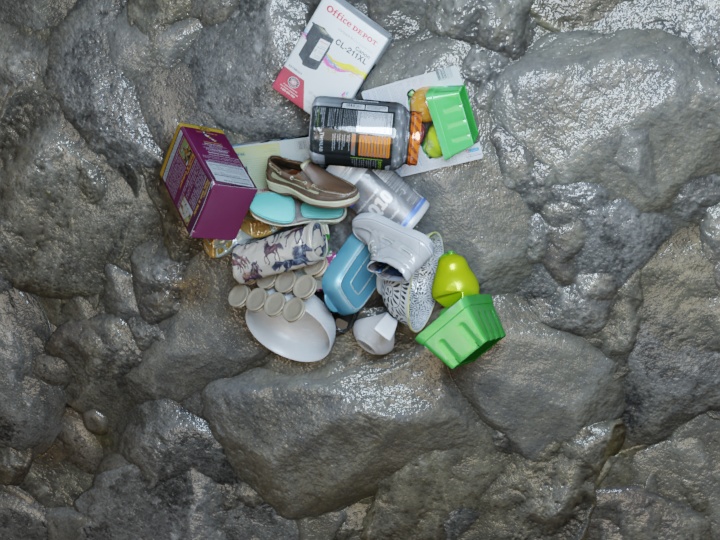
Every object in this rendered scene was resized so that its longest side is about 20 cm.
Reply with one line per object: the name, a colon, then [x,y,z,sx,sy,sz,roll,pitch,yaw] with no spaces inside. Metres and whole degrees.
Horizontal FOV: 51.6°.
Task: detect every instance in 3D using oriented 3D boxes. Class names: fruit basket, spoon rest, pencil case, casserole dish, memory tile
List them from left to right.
memory tile: [-0.166,0.020,1.486,0.198,0.017,0.155,12,70,35]
pencil case: [-0.156,-0.038,1.452,0.198,0.090,0.078,-16,126,22]
casserole dish: [0.000,0.000,1.487,0.038,0.201,0.122,8,143,42]
spoon rest: [0.038,0.128,1.536,0.099,0.200,0.061,38,72,-1]
fruit basket: [0.120,-0.281,1.427,0.198,0.094,0.187,-7,117,31]
fruit basket: [0.187,0.076,1.485,0.155,0.216,0.216,-41,99,19]

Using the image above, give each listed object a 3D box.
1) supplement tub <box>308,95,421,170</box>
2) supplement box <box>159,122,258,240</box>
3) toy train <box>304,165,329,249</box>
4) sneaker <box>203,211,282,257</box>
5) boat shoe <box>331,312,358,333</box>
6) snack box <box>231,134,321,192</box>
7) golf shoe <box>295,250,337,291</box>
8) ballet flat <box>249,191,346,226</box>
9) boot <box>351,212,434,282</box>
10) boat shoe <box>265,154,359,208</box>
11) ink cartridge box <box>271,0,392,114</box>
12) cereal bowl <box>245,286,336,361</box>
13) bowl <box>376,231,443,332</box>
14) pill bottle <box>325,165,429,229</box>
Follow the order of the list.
supplement tub: [0.009,-0.247,1.348,0.197,0.123,0.124,6,110,1]
supplement box: [-0.298,-0.174,1.448,0.102,0.201,0.132,3,131,-40]
toy train: [-0.092,-0.119,1.534,0.056,0.042,0.203,9,110,16]
sneaker: [-0.229,-0.091,1.541,0.198,0.088,0.077,-22,87,13]
boat shoe: [-0.030,0.044,1.565,0.071,0.068,0.202,13,112,2]
snack box: [-0.172,-0.203,1.495,0.197,0.037,0.118,-2,109,24]
golf shoe: [-0.124,0.007,1.545,0.198,0.075,0.092,6,131,34]
ballet flat: [-0.126,-0.112,1.464,0.197,0.062,0.068,5,77,-8]
boot: [0.036,-0.041,1.383,0.199,0.096,0.074,20,146,42]
boat shoe: [-0.095,-0.172,1.396,0.200,0.075,0.076,14,128,23]
ink cartridge box: [-0.053,-0.396,1.408,0.145,0.083,0.201,34,111,-3]
cereal bowl: [-0.139,0.099,1.573,0.197,0.084,0.201,13,139,12]
bowl: [0.090,0.014,1.481,0.093,0.200,0.203,13,111,21]
pill bottle: [0.028,-0.154,1.460,0.200,0.114,0.114,41,110,-4]
